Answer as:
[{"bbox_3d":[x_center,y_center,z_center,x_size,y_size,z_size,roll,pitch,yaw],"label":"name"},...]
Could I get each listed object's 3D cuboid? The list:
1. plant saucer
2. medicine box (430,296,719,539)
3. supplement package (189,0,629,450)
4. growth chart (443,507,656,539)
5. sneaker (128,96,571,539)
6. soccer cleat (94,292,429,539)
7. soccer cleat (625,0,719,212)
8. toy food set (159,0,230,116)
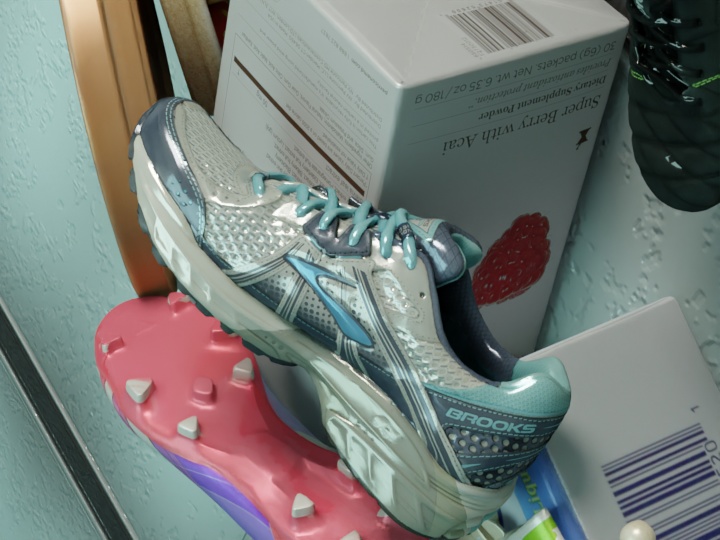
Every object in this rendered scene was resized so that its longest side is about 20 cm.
[{"bbox_3d":[-0.106,-0.087,0.910,0.200,0.032,0.202,168,90,-90],"label":"plant saucer"},{"bbox_3d":[0.086,0.139,0.852,0.200,0.102,0.184,-40,72,55],"label":"medicine box"},{"bbox_3d":[0.014,-0.042,0.852,0.120,0.120,0.201,47,141,34],"label":"supplement package"},{"bbox_3d":[0.073,0.160,0.769,0.200,0.018,0.146,-27,82,57],"label":"growth chart"},{"bbox_3d":[0.000,0.000,0.746,0.200,0.078,0.086,46,116,2],"label":"sneaker"},{"bbox_3d":[-0.045,0.083,0.837,0.199,0.066,0.077,36,147,34],"label":"soccer cleat"},{"bbox_3d":[0.109,-0.105,0.659,0.067,0.081,0.202,39,136,39],"label":"soccer cleat"},{"bbox_3d":[-0.081,-0.165,0.916,0.201,0.048,0.199,75,176,-48],"label":"toy food set"}]
